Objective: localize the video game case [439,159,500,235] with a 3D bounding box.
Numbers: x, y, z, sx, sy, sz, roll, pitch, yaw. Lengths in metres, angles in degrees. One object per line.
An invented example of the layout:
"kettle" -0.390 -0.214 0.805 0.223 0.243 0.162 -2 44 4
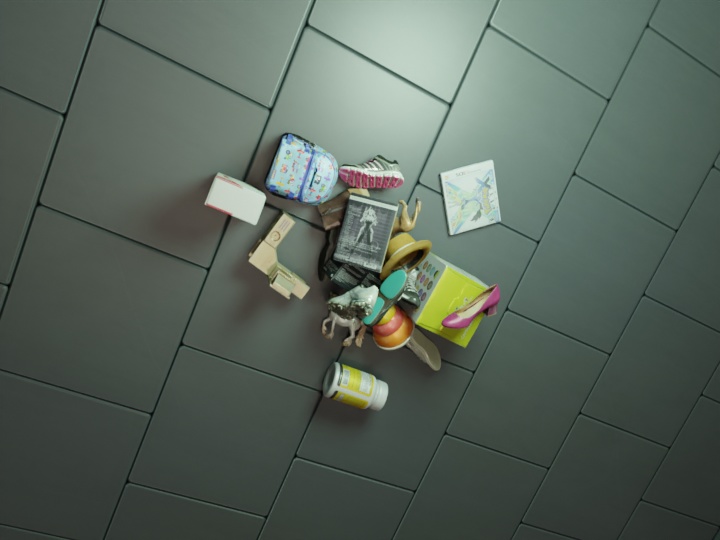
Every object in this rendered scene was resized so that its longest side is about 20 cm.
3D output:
"video game case" 0.354 -0.234 1.739 0.179 0.022 0.204 -15 108 -8

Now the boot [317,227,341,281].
"boot" -0.053 -0.052 1.679 0.128 0.068 0.204 11 104 -21

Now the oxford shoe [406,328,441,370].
"oxford shoe" 0.208 0.266 1.831 0.057 0.076 0.200 -20 125 38

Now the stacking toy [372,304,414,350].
"stacking toy" 0.075 0.139 1.686 0.145 0.147 0.201 -33 132 -2

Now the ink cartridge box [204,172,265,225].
"ink cartridge box" -0.345 -0.203 1.499 0.143 0.200 0.085 21 97 -17

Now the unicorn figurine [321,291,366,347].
"unicorn figurine" -0.064 0.159 1.736 0.198 0.074 0.139 28 88 -32

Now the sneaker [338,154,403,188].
"sneaker" 0.033 -0.300 1.620 0.195 0.089 0.074 4 147 -1

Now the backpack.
"backpack" -0.160 -0.277 1.552 0.197 0.135 0.185 23 99 -16

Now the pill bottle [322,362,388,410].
"pill bottle" -0.016 0.386 1.781 0.197 0.114 0.116 23 100 -17

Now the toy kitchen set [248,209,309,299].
"toy kitchen set" -0.202 -0.035 1.596 0.199 0.163 0.181 37 95 -19

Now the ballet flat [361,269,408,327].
"ballet flat" 0.077 0.082 1.592 0.201 0.068 0.068 -50 150 10

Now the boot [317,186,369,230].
"boot" -0.028 -0.147 1.611 0.164 0.073 0.203 -23 65 -4

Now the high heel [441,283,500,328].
"high heel" 0.322 0.103 1.590 0.197 0.067 0.098 -18 122 -24

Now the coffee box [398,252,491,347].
"coffee box" 0.271 0.088 1.716 0.197 0.198 0.202 26 99 -18

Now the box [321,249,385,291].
"box" 0.000 0.000 1.663 0.142 0.079 0.199 -49 131 6

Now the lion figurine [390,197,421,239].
"lion figurine" 0.114 -0.137 1.644 0.071 0.199 0.125 14 69 -26

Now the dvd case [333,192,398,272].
"dvd case" 0.015 -0.110 1.557 0.146 0.016 0.204 15 88 13

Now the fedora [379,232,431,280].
"fedora" 0.120 -0.052 1.606 0.198 0.201 0.083 -31 71 -3

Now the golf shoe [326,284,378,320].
"golf shoe" -0.019 0.090 1.604 0.079 0.198 0.098 49 57 -28

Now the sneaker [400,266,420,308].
"sneaker" 0.151 0.039 1.681 0.075 0.200 0.116 36 88 -24
